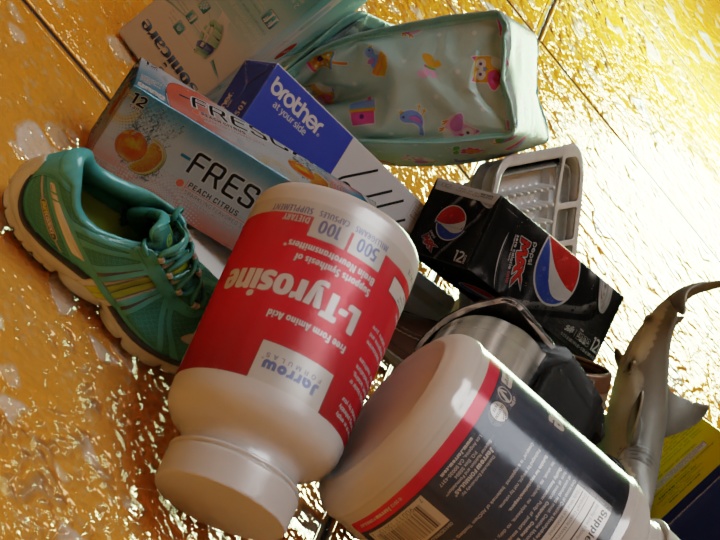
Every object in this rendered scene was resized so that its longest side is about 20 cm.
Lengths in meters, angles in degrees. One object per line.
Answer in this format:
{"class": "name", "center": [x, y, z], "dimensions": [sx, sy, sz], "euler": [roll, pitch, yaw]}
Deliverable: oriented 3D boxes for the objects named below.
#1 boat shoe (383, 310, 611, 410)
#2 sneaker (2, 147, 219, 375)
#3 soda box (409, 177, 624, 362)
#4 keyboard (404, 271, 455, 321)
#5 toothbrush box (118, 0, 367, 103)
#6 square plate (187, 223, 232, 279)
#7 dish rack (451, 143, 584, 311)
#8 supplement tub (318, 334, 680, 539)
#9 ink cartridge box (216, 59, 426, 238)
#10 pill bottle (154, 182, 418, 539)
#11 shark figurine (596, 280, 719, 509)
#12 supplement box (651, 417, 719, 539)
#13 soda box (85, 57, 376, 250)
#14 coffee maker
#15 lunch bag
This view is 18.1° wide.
{"class": "boat shoe", "center": [0.100, 0.064, 1.724], "dimensions": [0.200, 0.072, 0.076], "euler": [23, 19, -8]}
{"class": "sneaker", "center": [-0.132, -0.003, 1.408], "dimensions": [0.200, 0.080, 0.078], "euler": [39, 47, -25]}
{"class": "soda box", "center": [0.121, 0.003, 1.738], "dimensions": [0.071, 0.063, 0.200], "euler": [18, -11, 40]}
{"class": "keyboard", "center": [0.000, 0.000, 1.733], "dimensions": [0.200, 0.056, 0.011], "euler": [36, -15, -36]}
{"class": "toothbrush box", "center": [-0.063, -0.213, 1.708], "dimensions": [0.085, 0.200, 0.146], "euler": [55, 21, 2]}
{"class": "square plate", "center": [-0.077, 0.042, 1.537], "dimensions": [0.200, 0.028, 0.198], "euler": [58, 22, 12]}
{"class": "dish rack", "center": [0.126, -0.018, 1.865], "dimensions": [0.200, 0.043, 0.172], "euler": [-15, 112, -64]}
{"class": "supplement tub", "center": [0.087, 0.149, 1.388], "dimensions": [0.200, 0.140, 0.140], "euler": [42, 24, -11]}
{"class": "ink cartridge box", "center": [-0.034, -0.057, 1.660], "dimensions": [0.200, 0.094, 0.044], "euler": [43, -18, -34]}
{"class": "pill bottle", "center": [-0.048, 0.056, 1.371], "dimensions": [0.112, 0.112, 0.200], "euler": [39, 61, -31]}
{"class": "shark figurine", "center": [0.237, 0.087, 1.727], "dimensions": [0.089, 0.215, 0.128], "euler": [10, 17, -19]}
{"class": "supplement box", "center": [0.267, 0.190, 1.805], "dimensions": [0.109, 0.109, 0.200], "euler": [48, -1, -15]}
{"class": "soda box", "center": [-0.087, -0.061, 1.544], "dimensions": [0.200, 0.068, 0.064], "euler": [31, 19, -14]}
{"class": "coffee maker", "center": [0.097, 0.140, 1.567], "dimensions": [0.192, 0.135, 0.200], "euler": [32, 34, 2]}
{"class": "lunch bag", "center": [0.037, -0.142, 1.800], "dimensions": [0.170, 0.199, 0.122], "euler": [0, 85, -75]}
